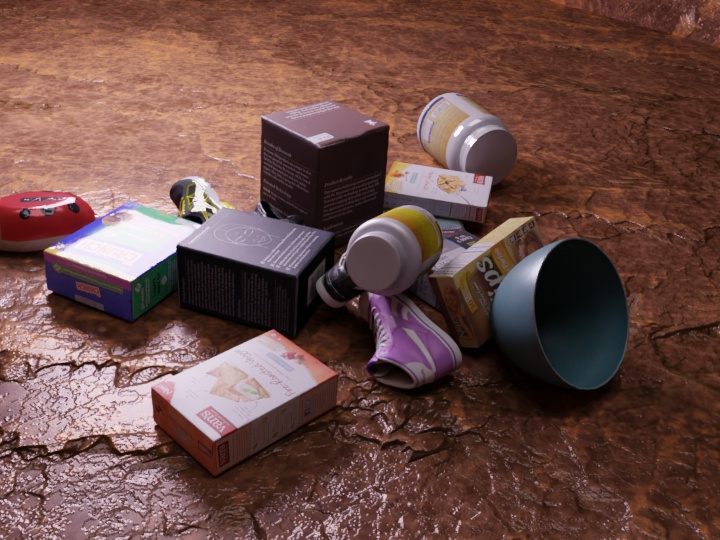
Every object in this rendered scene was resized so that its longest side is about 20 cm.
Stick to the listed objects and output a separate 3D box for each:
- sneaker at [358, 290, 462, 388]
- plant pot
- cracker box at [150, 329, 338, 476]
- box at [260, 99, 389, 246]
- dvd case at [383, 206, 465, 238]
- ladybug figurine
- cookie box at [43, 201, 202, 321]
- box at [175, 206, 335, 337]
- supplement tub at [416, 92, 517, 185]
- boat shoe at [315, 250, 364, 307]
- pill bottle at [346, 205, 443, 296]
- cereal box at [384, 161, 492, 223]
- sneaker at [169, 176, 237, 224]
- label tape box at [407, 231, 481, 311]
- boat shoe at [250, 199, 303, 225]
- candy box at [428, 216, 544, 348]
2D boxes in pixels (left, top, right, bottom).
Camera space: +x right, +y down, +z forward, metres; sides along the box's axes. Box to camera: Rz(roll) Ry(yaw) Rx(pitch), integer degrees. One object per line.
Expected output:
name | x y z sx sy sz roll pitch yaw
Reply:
sneaker | 0.036 0.093 1.206 0.113 0.073 0.200 -23 38 -30
plant pot | 0.258 0.065 1.194 0.199 0.202 0.134 -22 6 -37
cracker box | -0.144 0.159 1.082 0.133 0.058 0.199 29 39 36
box | -0.065 -0.167 1.504 0.165 0.202 0.164 -22 38 -38
dvd case | 0.109 -0.102 1.592 0.144 0.022 0.201 0 29 -8
ladybug figurine | -0.535 -0.087 1.434 0.198 0.073 0.136 -6 32 -18
cookie box | -0.358 -0.019 1.339 0.169 0.076 0.200 17 34 20
box | -0.157 -0.002 1.304 0.198 0.108 0.149 15 32 16
supplement tub | 0.218 -0.267 1.764 0.143 0.146 0.200 -9 33 -22
boat shoe | 0.000 0.000 1.324 0.076 0.060 0.200 50 27 -5
pill bottle | 0.048 -0.028 1.236 0.108 0.111 0.200 13 15 16
cereal box | 0.145 -0.149 1.617 0.197 0.040 0.144 9 30 9
sneaker | -0.284 -0.103 1.491 0.084 0.075 0.199 -22 39 -36
label tape box | 0.142 -0.007 1.393 0.142 0.067 0.199 -20 40 -35
boat shoe | -0.123 -0.065 1.434 0.074 0.067 0.199 21 8 -41
candy box | 0.199 0.015 1.275 0.199 0.117 0.055 -34 18 -34
